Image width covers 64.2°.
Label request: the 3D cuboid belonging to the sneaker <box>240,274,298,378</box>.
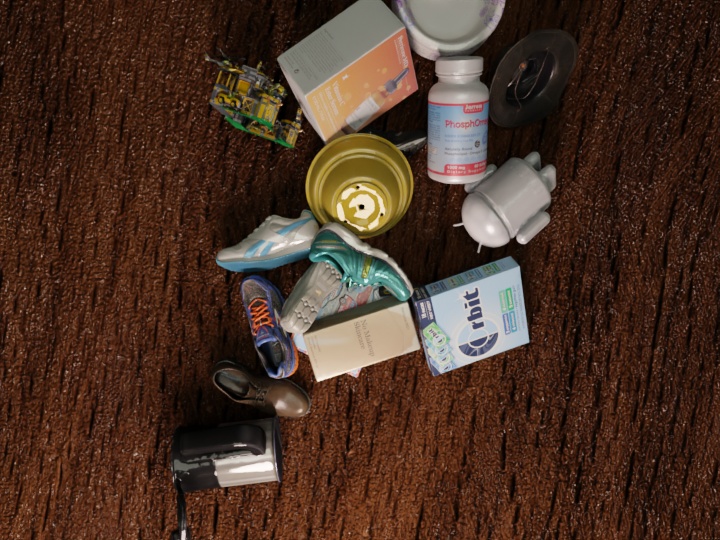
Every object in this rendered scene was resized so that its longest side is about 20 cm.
[{"bbox_3d":[-0.167,0.104,1.045,0.074,0.078,0.204,-22,94,8],"label":"sneaker"}]

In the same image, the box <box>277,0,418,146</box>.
[{"bbox_3d":[-0.017,-0.337,0.985,0.198,0.153,0.107,-35,63,-1],"label":"box"}]

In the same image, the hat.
[{"bbox_3d":[0.293,-0.359,1.046,0.199,0.201,0.081,-37,51,-1],"label":"hat"}]

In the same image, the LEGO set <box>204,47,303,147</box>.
[{"bbox_3d":[-0.168,-0.304,0.984,0.151,0.200,0.119,20,90,16],"label":"LEGO set"}]

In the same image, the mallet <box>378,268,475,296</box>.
[{"bbox_3d":[0.132,0.024,1.080,0.194,0.041,0.068,4,94,-6],"label":"mallet"}]

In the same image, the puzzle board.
[{"bbox_3d":[-0.033,0.080,1.088,0.148,0.017,0.204,24,91,-5],"label":"puzzle board"}]

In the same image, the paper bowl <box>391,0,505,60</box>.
[{"bbox_3d":[0.152,-0.480,1.026,0.195,0.104,0.207,0,94,-4],"label":"paper bowl"}]

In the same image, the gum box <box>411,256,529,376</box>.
[{"bbox_3d":[0.204,0.086,1.057,0.195,0.045,0.173,-19,119,-3],"label":"gum box"}]

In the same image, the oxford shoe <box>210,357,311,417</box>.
[{"bbox_3d":[-0.185,0.228,1.054,0.195,0.084,0.074,19,90,-6],"label":"oxford shoe"}]

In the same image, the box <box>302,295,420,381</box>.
[{"bbox_3d":[0.002,0.118,1.038,0.195,0.078,0.097,-19,99,2],"label":"box"}]

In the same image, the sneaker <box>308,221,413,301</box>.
[{"bbox_3d":[0.000,0.000,0.993,0.197,0.078,0.081,31,66,1],"label":"sneaker"}]

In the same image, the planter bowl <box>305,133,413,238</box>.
[{"bbox_3d":[0.001,-0.127,1.004,0.195,0.084,0.205,-2,122,-3],"label":"planter bowl"}]

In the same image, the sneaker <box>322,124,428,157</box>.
[{"bbox_3d":[0.026,-0.237,1.049,0.195,0.076,0.090,-20,89,-2],"label":"sneaker"}]

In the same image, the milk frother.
[{"bbox_3d":[-0.233,0.367,1.000,0.183,0.181,0.206,-6,78,-2],"label":"milk frother"}]

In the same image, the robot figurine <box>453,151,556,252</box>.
[{"bbox_3d":[0.265,-0.124,1.047,0.199,0.113,0.170,-41,56,-1],"label":"robot figurine"}]

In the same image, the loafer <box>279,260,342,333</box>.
[{"bbox_3d":[-0.081,0.022,1.039,0.070,0.069,0.201,47,67,-27],"label":"loafer"}]

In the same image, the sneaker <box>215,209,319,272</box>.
[{"bbox_3d":[-0.169,-0.051,1.051,0.195,0.077,0.083,-14,78,-4],"label":"sneaker"}]

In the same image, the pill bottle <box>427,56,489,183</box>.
[{"bbox_3d":[0.171,-0.264,1.008,0.106,0.109,0.205,-4,114,-3],"label":"pill bottle"}]
